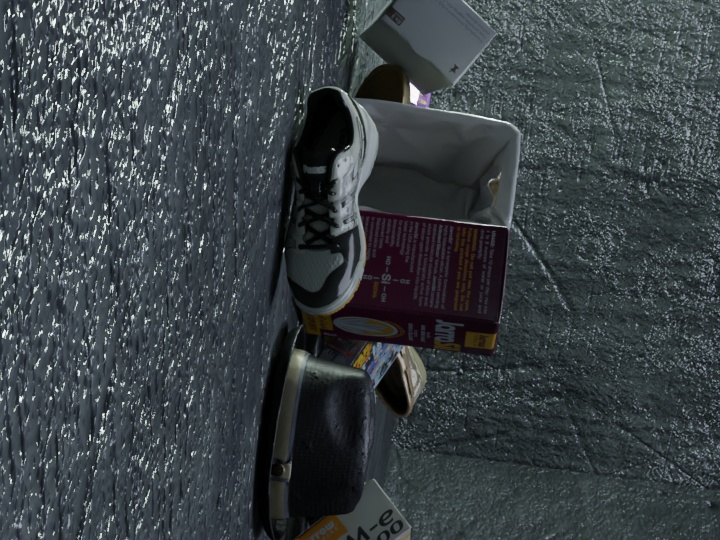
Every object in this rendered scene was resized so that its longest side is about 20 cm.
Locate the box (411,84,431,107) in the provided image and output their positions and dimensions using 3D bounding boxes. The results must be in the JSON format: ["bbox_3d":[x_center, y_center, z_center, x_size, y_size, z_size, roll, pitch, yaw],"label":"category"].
[{"bbox_3d":[0.042,-0.197,1.836,0.137,0.039,0.200,-53,-166,34],"label":"box"}]

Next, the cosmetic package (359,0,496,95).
[{"bbox_3d":[0.073,-0.267,1.647,0.081,0.113,0.200,-49,-171,-3],"label":"cosmetic package"}]

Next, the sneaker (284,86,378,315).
[{"bbox_3d":[-0.036,-0.063,1.238,0.088,0.075,0.201,53,39,-62],"label":"sneaker"}]

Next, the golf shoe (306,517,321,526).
[{"bbox_3d":[-0.023,0.249,1.799,0.095,0.078,0.200,-78,175,-52],"label":"golf shoe"}]

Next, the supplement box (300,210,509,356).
[{"bbox_3d":[0.043,0.012,1.445,0.131,0.199,0.103,82,15,-71],"label":"supplement box"}]

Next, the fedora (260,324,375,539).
[{"bbox_3d":[-0.034,0.153,1.337,0.201,0.091,0.201,7,90,-87],"label":"fedora"}]

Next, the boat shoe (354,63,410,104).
[{"bbox_3d":[0.025,-0.141,1.708,0.069,0.074,0.201,5,99,-58],"label":"boat shoe"}]

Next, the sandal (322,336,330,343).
[{"bbox_3d":[0.000,0.000,1.638,0.080,0.087,0.201,-77,175,-72],"label":"sandal"}]

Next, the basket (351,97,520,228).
[{"bbox_3d":[0.057,-0.085,1.521,0.123,0.199,0.136,99,-1,-69],"label":"basket"}]

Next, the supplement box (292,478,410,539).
[{"bbox_3d":[-0.011,0.324,1.671,0.126,0.074,0.200,-37,163,-11],"label":"supplement box"}]

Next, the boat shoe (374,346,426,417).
[{"bbox_3d":[0.020,0.085,1.725,0.200,0.071,0.065,58,31,-24],"label":"boat shoe"}]

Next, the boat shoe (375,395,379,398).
[{"bbox_3d":[-0.014,0.159,1.830,0.200,0.075,0.062,79,28,-49],"label":"boat shoe"}]

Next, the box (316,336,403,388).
[{"bbox_3d":[-0.001,0.093,1.583,0.200,0.040,0.137,-54,161,-28],"label":"box"}]
